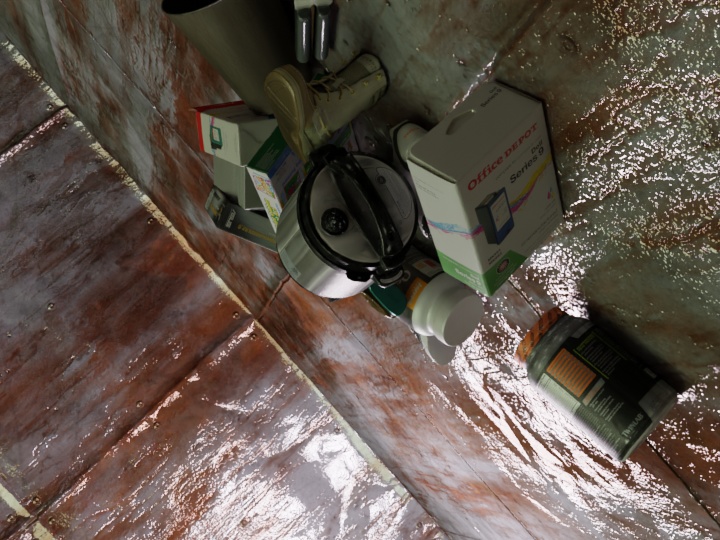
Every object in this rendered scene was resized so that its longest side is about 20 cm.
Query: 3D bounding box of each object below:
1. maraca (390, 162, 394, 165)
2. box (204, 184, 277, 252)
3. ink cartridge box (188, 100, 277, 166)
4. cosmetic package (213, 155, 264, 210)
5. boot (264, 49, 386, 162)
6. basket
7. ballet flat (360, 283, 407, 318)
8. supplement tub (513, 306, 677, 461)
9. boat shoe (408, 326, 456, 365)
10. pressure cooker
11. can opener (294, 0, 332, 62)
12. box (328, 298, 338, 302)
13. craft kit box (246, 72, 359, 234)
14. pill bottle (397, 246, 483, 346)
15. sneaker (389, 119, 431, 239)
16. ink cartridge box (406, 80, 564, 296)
[{"bbox_3d":[0.021,-0.108,1.420,0.201,0.135,0.108,101,169,-60],"label":"maraca"},{"bbox_3d":[-0.178,-0.083,1.573,0.157,0.049,0.200,23,-173,-21],"label":"box"},{"bbox_3d":[-0.184,-0.223,1.456,0.199,0.115,0.068,27,125,54],"label":"ink cartridge box"},{"bbox_3d":[-0.173,-0.164,1.526,0.200,0.106,0.091,-146,55,-64],"label":"cosmetic package"},{"bbox_3d":[-0.041,-0.238,1.198,0.072,0.154,0.200,49,171,17],"label":"boot"},{"bbox_3d":[-0.164,-0.338,1.336,0.179,0.137,0.200,-1,140,36],"label":"basket"},{"bbox_3d":[0.000,0.000,1.439,0.072,0.068,0.200,13,152,48],"label":"ballet flat"},{"bbox_3d":[0.312,0.148,1.234,0.200,0.122,0.123,42,163,22],"label":"supplement tub"},{"bbox_3d":[0.114,0.087,1.697,0.068,0.072,0.201,18,144,56],"label":"boat shoe"},{"bbox_3d":[-0.015,-0.062,1.255,0.174,0.180,0.200,21,158,-12],"label":"pressure cooker"},{"bbox_3d":[-0.063,-0.350,1.215,0.200,0.052,0.067,97,163,-67],"label":"can opener"},{"bbox_3d":[-0.060,-0.047,1.585,0.158,0.049,0.202,147,100,-79],"label":"box"},{"bbox_3d":[-0.077,-0.159,1.396,0.048,0.201,0.198,19,151,28],"label":"craft kit box"},{"bbox_3d":[0.102,0.037,1.531,0.199,0.116,0.117,34,159,40],"label":"pill bottle"},{"bbox_3d":[0.091,-0.129,1.288,0.080,0.073,0.201,48,162,41],"label":"sneaker"},{"bbox_3d":[0.148,-0.092,1.061,0.087,0.145,0.201,32,158,40],"label":"ink cartridge box"}]
